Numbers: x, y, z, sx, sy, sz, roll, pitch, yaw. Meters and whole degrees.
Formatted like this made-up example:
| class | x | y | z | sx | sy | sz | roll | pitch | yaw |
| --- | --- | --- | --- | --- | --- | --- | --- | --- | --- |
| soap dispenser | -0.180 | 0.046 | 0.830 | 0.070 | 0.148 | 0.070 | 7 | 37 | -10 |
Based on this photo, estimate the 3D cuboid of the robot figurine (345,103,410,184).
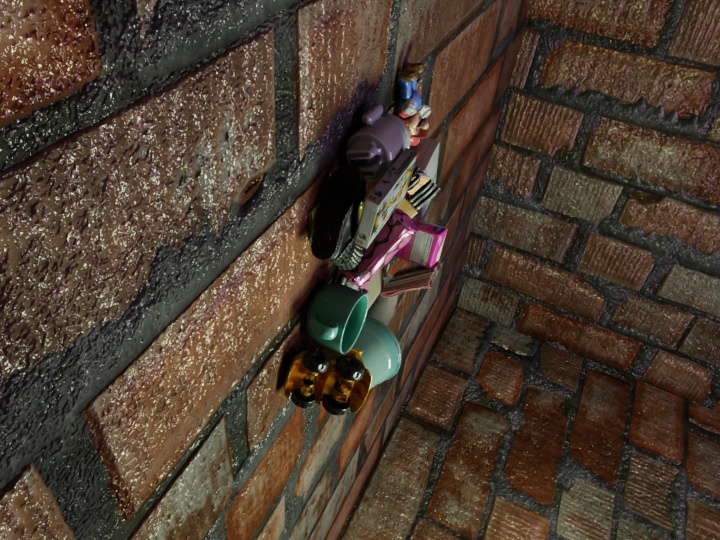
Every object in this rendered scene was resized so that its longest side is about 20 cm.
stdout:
| class | x | y | z | sx | sy | sz | roll | pitch | yaw |
| --- | --- | --- | --- | --- | --- | --- | --- | --- | --- |
| robot figurine | 0.041 | -0.272 | 1.256 | 0.201 | 0.111 | 0.172 | -53 | 140 | -47 |

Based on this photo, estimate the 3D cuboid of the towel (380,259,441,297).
| class | x | y | z | sx | sy | sz | roll | pitch | yaw |
| --- | --- | --- | --- | --- | --- | --- | --- | --- | --- |
| towel | 0.144 | 0.022 | 1.591 | 0.200 | 0.142 | 0.023 | -46 | 120 | -65 |

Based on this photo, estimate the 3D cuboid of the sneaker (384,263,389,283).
| class | x | y | z | sx | sy | sz | roll | pitch | yaw |
| --- | --- | --- | --- | --- | --- | --- | --- | --- | --- |
| sneaker | 0.046 | 0.016 | 1.707 | 0.081 | 0.075 | 0.203 | 85 | 29 | -77 |

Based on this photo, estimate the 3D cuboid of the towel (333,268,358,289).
| class | x | y | z | sx | sy | sz | roll | pitch | yaw |
| --- | --- | --- | --- | --- | --- | --- | --- | --- | --- |
| towel | -0.041 | 0.071 | 1.540 | 0.192 | 0.034 | 0.204 | -8 | 117 | -72 |

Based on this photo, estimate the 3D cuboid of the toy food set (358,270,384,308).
| class | x | y | z | sx | sy | sz | roll | pitch | yaw |
| --- | --- | --- | --- | --- | --- | --- | --- | --- | --- |
| toy food set | 0.000 | 0.000 | 1.475 | 0.144 | 0.059 | 0.203 | -48 | 130 | -58 |

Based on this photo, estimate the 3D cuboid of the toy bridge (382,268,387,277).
| class | x | y | z | sx | sy | sz | roll | pitch | yaw |
| --- | --- | --- | --- | --- | --- | --- | --- | --- | --- |
| toy bridge | 0.030 | -0.062 | 1.562 | 0.066 | 0.027 | 0.203 | -17 | 125 | -13 |

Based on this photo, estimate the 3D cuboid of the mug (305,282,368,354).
| class | x | y | z | sx | sy | sz | roll | pitch | yaw |
| --- | --- | --- | --- | --- | --- | --- | --- | --- | --- |
| mug | -0.065 | 0.102 | 1.357 | 0.154 | 0.113 | 0.186 | -64 | 162 | -17 |

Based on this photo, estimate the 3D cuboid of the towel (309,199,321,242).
| class | x | y | z | sx | sy | sz | roll | pitch | yaw |
| --- | --- | --- | --- | --- | --- | --- | --- | --- | --- |
| towel | -0.060 | -0.146 | 1.254 | 0.201 | 0.018 | 0.087 | -54 | 152 | -43 |

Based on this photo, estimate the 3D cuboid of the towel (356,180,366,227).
| class | x | y | z | sx | sy | sz | roll | pitch | yaw |
| --- | --- | --- | --- | --- | --- | --- | --- | --- | --- |
| towel | 0.004 | -0.150 | 1.348 | 0.202 | 0.022 | 0.146 | 90 | 2 | -51 |

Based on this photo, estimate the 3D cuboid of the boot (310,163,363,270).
| class | x | y | z | sx | sy | sz | roll | pitch | yaw |
| --- | --- | --- | --- | --- | --- | --- | --- | --- | --- |
| boot | -0.030 | -0.110 | 1.225 | 0.157 | 0.078 | 0.214 | 13 | 99 | -67 |

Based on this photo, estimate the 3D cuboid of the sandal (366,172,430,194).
| class | x | y | z | sx | sy | sz | roll | pitch | yaw |
| --- | --- | --- | --- | --- | --- | --- | --- | --- | --- |
| sandal | 0.100 | -0.208 | 1.441 | 0.203 | 0.060 | 0.080 | -7 | 135 | -26 |

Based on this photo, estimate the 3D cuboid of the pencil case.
| class | x | y | z | sx | sy | sz | roll | pitch | yaw |
| --- | --- | --- | --- | --- | --- | --- | --- | --- | --- |
| pencil case | 0.045 | -0.048 | 1.311 | 0.200 | 0.091 | 0.094 | -48 | 179 | 13 |

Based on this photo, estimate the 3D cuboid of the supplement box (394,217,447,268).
| class | x | y | z | sx | sy | sz | roll | pitch | yaw |
| --- | --- | --- | --- | --- | --- | --- | --- | --- | --- |
| supplement box | 0.130 | -0.093 | 1.610 | 0.101 | 0.197 | 0.105 | -34 | 142 | -64 |

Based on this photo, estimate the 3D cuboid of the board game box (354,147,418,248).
| class | x | y | z | sx | sy | sz | roll | pitch | yaw |
| --- | --- | --- | --- | --- | --- | --- | --- | --- | --- |
| board game box | 0.055 | -0.155 | 1.211 | 0.201 | 0.034 | 0.127 | -55 | 168 | -39 |

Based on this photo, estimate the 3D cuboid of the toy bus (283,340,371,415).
| class | x | y | z | sx | sy | sz | roll | pitch | yaw |
| --- | --- | --- | --- | --- | --- | --- | --- | --- | --- |
| toy bus | -0.086 | 0.234 | 1.408 | 0.193 | 0.197 | 0.137 | -105 | -147 | -59 |

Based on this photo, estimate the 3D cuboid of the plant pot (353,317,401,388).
| class | x | y | z | sx | sy | sz | roll | pitch | yaw |
| --- | --- | --- | --- | --- | --- | --- | --- | --- | --- |
| plant pot | -0.015 | 0.263 | 1.606 | 0.195 | 0.198 | 0.203 | -32 | 141 | -53 |

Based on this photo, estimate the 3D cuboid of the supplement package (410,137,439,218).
| class | x | y | z | sx | sy | sz | roll | pitch | yaw |
| --- | --- | --- | --- | --- | --- | --- | --- | --- | --- |
| supplement package | 0.143 | -0.264 | 1.598 | 0.201 | 0.115 | 0.118 | 85 | 28 | -57 |

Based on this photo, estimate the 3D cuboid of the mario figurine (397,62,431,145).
| class | x | y | z | sx | sy | sz | roll | pitch | yaw |
| --- | --- | --- | --- | --- | --- | --- | --- | --- | --- |
| mario figurine | 0.143 | -0.407 | 1.435 | 0.122 | 0.106 | 0.202 | -23 | 134 | -20 |

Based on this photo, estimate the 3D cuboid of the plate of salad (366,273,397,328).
| class | x | y | z | sx | sy | sz | roll | pitch | yaw |
| --- | --- | --- | --- | --- | --- | --- | --- | --- | --- |
| plate of salad | 0.061 | 0.109 | 1.720 | 0.200 | 0.047 | 0.203 | -45 | -147 | 40 |

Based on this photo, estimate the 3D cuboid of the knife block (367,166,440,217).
| class | x | y | z | sx | sy | sz | roll | pitch | yaw |
| --- | --- | --- | --- | --- | --- | --- | --- | --- | --- |
| knife block | 0.101 | -0.149 | 1.389 | 0.064 | 0.172 | 0.203 | -87 | 178 | -57 |
